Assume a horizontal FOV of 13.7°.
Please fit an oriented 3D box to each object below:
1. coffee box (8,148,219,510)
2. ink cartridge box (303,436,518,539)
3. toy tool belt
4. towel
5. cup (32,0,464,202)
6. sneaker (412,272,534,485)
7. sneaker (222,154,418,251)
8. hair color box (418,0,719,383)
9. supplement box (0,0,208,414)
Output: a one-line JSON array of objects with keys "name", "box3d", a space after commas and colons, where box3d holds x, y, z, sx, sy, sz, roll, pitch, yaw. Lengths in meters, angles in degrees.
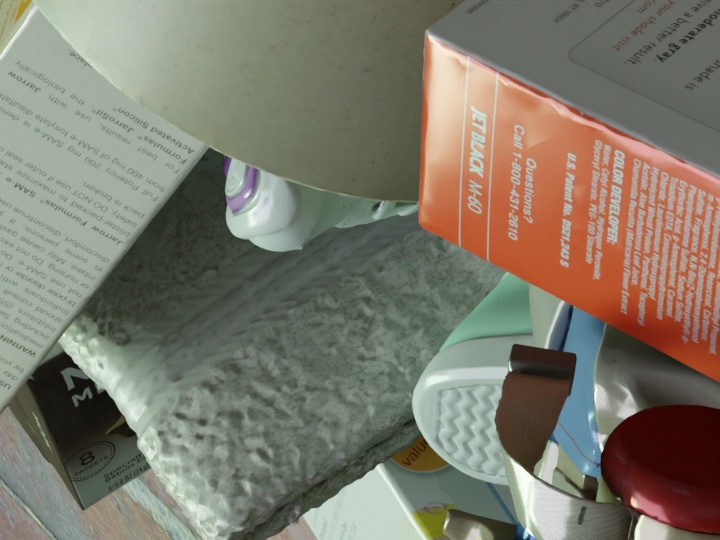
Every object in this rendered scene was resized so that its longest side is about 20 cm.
[{"name": "coffee box", "box3d": [-0.052, -0.011, 1.147, 0.080, 0.200, 0.113, 52, 167, 29]}, {"name": "ink cartridge box", "box3d": [0.064, 0.085, 1.098, 0.200, 0.128, 0.125, 56, 162, 16]}, {"name": "toy tool belt", "box3d": [0.083, 0.063, 0.760, 0.200, 0.124, 0.123, -71, -11, -65]}, {"name": "towel", "box3d": [0.000, 0.000, 1.041, 0.133, 0.200, 0.035, 51, 170, 33]}, {"name": "cup", "box3d": [0.006, -0.141, 0.872, 0.200, 0.200, 0.143, 55, 134, 23]}, {"name": "sneaker", "box3d": [0.123, 0.007, 0.916, 0.200, 0.118, 0.074, 0, 130, 31]}, {"name": "sneaker", "box3d": [0.022, -0.054, 0.965, 0.099, 0.200, 0.075, 27, 120, 8]}, {"name": "hair color box", "box3d": [0.124, -0.018, 0.695, 0.200, 0.111, 0.064, 28, 137, 30]}, {"name": "supplement box", "box3d": [-0.101, -0.052, 0.981, 0.073, 0.126, 0.200, 29, 129, -15]}]
